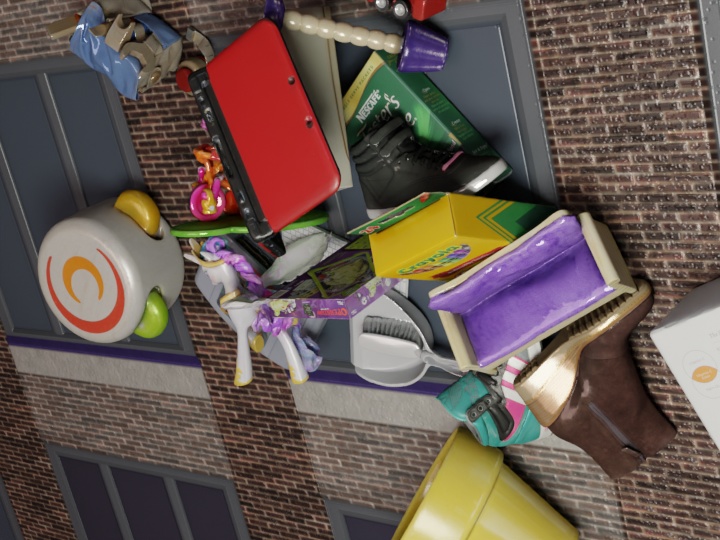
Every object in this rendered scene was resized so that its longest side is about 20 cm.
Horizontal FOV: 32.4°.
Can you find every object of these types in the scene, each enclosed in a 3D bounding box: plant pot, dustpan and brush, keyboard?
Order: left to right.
[{"bbox_3d":[-0.021,-0.014,1.547,0.199,0.011,0.057,26,128,28],"label":"keyboard"},{"bbox_3d":[0.063,0.093,1.496,0.199,0.057,0.141,11,121,23],"label":"dustpan and brush"},{"bbox_3d":[0.148,0.318,1.470,0.188,0.201,0.201,29,131,5],"label":"plant pot"}]

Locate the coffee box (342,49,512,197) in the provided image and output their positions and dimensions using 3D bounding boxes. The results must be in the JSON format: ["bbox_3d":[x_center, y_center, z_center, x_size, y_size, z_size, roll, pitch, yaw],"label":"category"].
[{"bbox_3d":[0.063,-0.141,1.381,0.200,0.044,0.123,49,135,8],"label":"coffee box"}]

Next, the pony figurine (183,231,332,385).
[{"bbox_3d":[-0.121,0.043,1.539,0.192,0.166,0.201,-5,116,38],"label":"pony figurine"}]

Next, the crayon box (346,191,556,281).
[{"bbox_3d":[0.100,-0.032,1.299,0.127,0.199,0.051,-27,67,46],"label":"crayon box"}]

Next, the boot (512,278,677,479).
[{"bbox_3d":[0.283,0.118,1.332,0.166,0.072,0.200,40,116,-10],"label":"boot"}]

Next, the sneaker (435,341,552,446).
[{"bbox_3d":[0.141,0.116,1.396,0.084,0.120,0.201,-140,33,-67],"label":"sneaker"}]

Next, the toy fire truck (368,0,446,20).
[{"bbox_3d":[0.047,-0.339,1.282,0.199,0.049,0.142,27,128,28],"label":"toy fire truck"}]

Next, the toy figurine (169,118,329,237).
[{"bbox_3d":[-0.139,-0.144,1.474,0.150,0.199,0.186,16,112,61],"label":"toy figurine"}]

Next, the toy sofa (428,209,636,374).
[{"bbox_3d":[0.173,0.025,1.281,0.199,0.097,0.083,-33,63,26],"label":"toy sofa"}]

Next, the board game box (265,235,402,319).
[{"bbox_3d":[0.000,0.000,1.402,0.119,0.200,0.033,-6,111,43],"label":"board game box"}]

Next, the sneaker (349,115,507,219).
[{"bbox_3d":[0.061,-0.118,1.311,0.199,0.071,0.100,-10,112,47],"label":"sneaker"}]

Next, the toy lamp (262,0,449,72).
[{"bbox_3d":[-0.006,-0.249,1.310,0.198,0.058,0.059,10,127,-6],"label":"toy lamp"}]

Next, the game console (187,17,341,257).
[{"bbox_3d":[-0.092,-0.136,1.321,0.118,0.172,0.201,-23,78,4],"label":"game console"}]

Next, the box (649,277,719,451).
[{"bbox_3d":[0.403,0.098,1.177,0.152,0.106,0.201,-29,93,46],"label":"box"}]

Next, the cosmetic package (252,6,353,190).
[{"bbox_3d":[-0.068,-0.184,1.387,0.103,0.073,0.202,179,83,-71],"label":"cosmetic package"}]

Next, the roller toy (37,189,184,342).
[{"bbox_3d":[-0.346,-0.006,1.739,0.181,0.140,0.201,-6,107,31],"label":"roller toy"}]

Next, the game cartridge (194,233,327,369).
[{"bbox_3d":[-0.137,0.036,1.658,0.200,0.041,0.133,42,137,15],"label":"game cartridge"}]

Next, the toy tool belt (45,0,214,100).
[{"bbox_3d":[-0.291,-0.269,1.557,0.200,0.123,0.125,37,132,19],"label":"toy tool belt"}]
